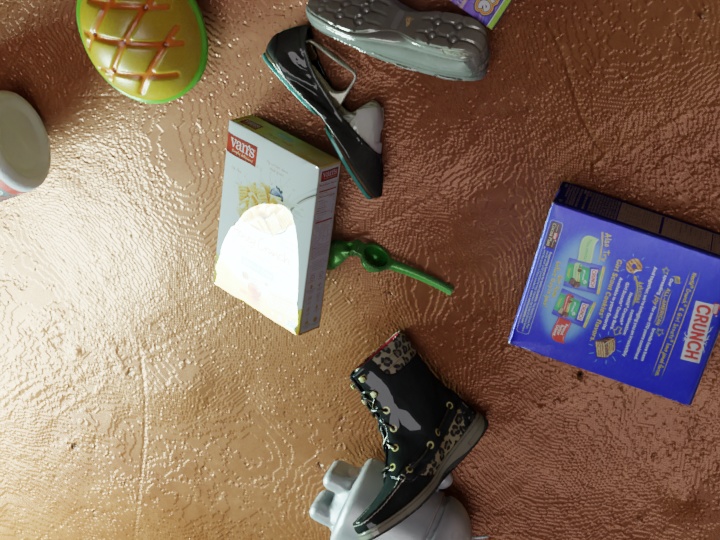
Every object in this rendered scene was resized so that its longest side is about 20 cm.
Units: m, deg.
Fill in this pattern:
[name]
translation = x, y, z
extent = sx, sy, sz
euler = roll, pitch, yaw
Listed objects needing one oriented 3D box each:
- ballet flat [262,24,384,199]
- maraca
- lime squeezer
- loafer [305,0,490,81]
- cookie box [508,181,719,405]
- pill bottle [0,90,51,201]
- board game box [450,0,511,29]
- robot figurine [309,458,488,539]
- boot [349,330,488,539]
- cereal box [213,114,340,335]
[ballet flat]
translation = -0.021, -0.169, 1.520
extent = 0.068, 0.068, 0.201
euler = -35, 100, 14
[maraca]
translation = -0.236, -0.268, 1.517
extent = 0.136, 0.107, 0.201
euler = -23, 105, 18
[lime squeezer]
translation = 0.000, 0.000, 1.603
extent = 0.198, 0.038, 0.071
euler = -1, 113, 17
[loafer]
translation = 0.036, -0.233, 1.468
extent = 0.199, 0.070, 0.070
euler = 22, 155, 23
[cookie box]
translation = 0.273, 0.024, 1.505
extent = 0.198, 0.075, 0.173
euler = 20, 118, 9
[pill bottle]
translation = -0.459, -0.120, 1.650
extent = 0.198, 0.116, 0.117
euler = -16, 108, 24
[board game box]
translation = 0.128, -0.353, 1.398
extent = 0.134, 0.045, 0.201
euler = 34, 119, 0
[robot figurine]
translation = 0.043, 0.291, 1.678
extent = 0.199, 0.113, 0.171
euler = 26, 105, 5
[boot]
translation = 0.029, 0.180, 1.602
extent = 0.154, 0.203, 0.073
euler = 50, 153, -4
[cereal box]
translation = -0.093, -0.050, 1.577
extent = 0.143, 0.039, 0.202
euler = 29, 124, 36
